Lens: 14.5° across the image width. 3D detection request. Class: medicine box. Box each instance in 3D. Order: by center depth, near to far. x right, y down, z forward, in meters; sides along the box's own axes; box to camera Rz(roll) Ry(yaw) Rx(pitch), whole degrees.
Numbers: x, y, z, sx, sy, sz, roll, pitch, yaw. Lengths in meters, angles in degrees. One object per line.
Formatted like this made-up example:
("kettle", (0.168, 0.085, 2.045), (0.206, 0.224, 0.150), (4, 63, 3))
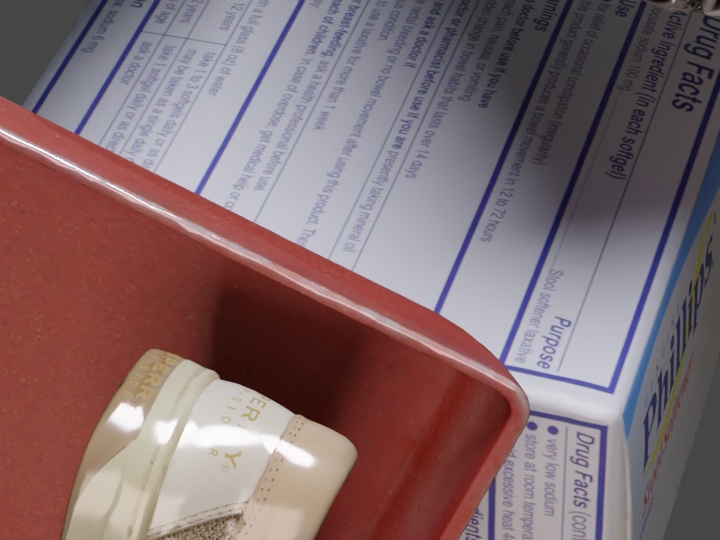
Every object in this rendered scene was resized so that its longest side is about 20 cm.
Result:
("medicine box", (0.000, 0.000, 0.813), (0.199, 0.182, 0.103), (11, 132, 14))

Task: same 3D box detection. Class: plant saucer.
("plant saucer", (-0.075, 0.041, 0.728), (0.200, 0.037, 0.200), (26, 133, -1))

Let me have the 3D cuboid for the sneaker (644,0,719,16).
("sneaker", (0.115, -0.088, 0.760), (0.199, 0.082, 0.075), (11, 132, 13))

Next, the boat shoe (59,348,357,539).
("boat shoe", (-0.045, 0.111, 0.702), (0.064, 0.071, 0.200), (19, 131, 7))
